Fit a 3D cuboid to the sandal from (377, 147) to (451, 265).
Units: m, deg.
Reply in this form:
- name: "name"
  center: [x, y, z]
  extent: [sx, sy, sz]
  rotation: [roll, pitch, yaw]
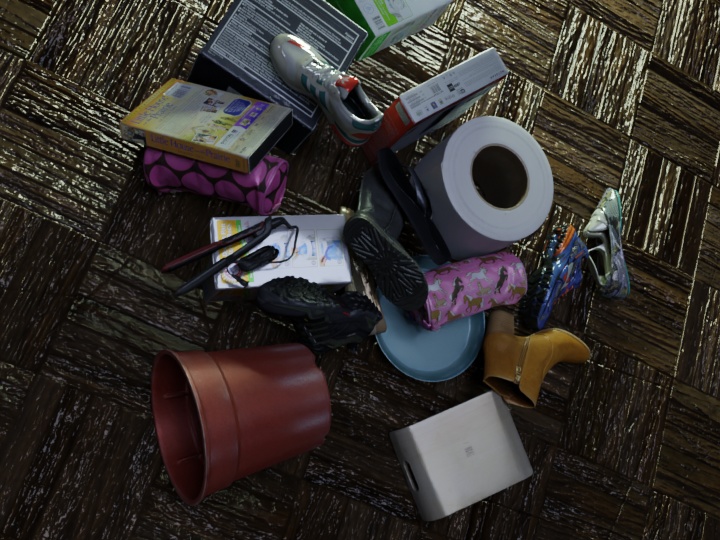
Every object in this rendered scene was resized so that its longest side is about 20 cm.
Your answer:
- name: "sandal"
  center: [0.090, -0.104, 1.299]
  extent: [0.043, 0.076, 0.202]
  rotation: [-33, 82, 20]

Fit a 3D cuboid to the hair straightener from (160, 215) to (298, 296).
- name: "hair straightener"
  center: [-0.164, -0.011, 1.142]
  extent: [0.199, 0.041, 0.078]
  rotation: [-27, 88, -25]

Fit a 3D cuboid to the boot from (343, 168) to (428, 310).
- name: "boot"
  center: [0.048, -0.052, 1.287]
  extent: [0.072, 0.200, 0.183]
  rotation: [-31, 104, 17]

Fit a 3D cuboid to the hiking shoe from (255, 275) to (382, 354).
- name: "hiking shoe"
  center: [-0.064, 0.074, 1.179]
  extent: [0.198, 0.076, 0.101]
  rotation: [15, 113, -33]

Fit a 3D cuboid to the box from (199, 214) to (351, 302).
- name: "box"
  center: [-0.127, -0.017, 1.231]
  extent: [0.197, 0.112, 0.103]
  rotation: [-2, 80, -21]

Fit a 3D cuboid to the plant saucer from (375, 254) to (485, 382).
- name: "plant saucer"
  center: [0.105, 0.077, 1.348]
  extent: [0.198, 0.027, 0.203]
  rotation: [5, 75, -20]

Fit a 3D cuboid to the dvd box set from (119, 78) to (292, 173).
- name: "dvd box set"
  center: [-0.213, -0.206, 1.187]
  extent: [0.198, 0.030, 0.147]
  rotation: [16, 41, 13]

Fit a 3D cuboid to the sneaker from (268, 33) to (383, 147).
- name: "sneaker"
  center: [-0.042, -0.269, 1.205]
  extent: [0.200, 0.093, 0.070]
  rotation: [47, 65, -9]

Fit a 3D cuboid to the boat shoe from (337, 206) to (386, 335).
- name: "boat shoe"
  center: [0.000, 0.000, 1.293]
  extent: [0.064, 0.071, 0.203]
  rotation: [-7, 82, -6]

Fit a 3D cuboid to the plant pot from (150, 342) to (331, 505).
- name: "plant pot"
  center: [-0.156, 0.188, 1.138]
  extent: [0.193, 0.200, 0.203]
  rotation: [-9, 80, -31]

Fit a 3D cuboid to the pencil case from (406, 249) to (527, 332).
- name: "pencil case"
  center: [0.167, 0.030, 1.326]
  extent: [0.198, 0.083, 0.087]
  rotation: [-17, 127, -24]

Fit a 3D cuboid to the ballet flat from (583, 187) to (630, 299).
- name: "ballet flat"
  center: [0.426, -0.049, 1.484]
  extent: [0.071, 0.072, 0.203]
  rotation: [3, 75, -21]

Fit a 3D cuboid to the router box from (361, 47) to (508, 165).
- name: "router box"
  center: [0.112, -0.259, 1.348]
  extent: [0.199, 0.179, 0.049]
  rotation: [-32, 89, -24]

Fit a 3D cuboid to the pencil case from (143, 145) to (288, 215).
- name: "pencil case"
  center: [-0.202, -0.133, 1.202]
  extent: [0.198, 0.095, 0.091]
  rotation: [15, 28, 13]

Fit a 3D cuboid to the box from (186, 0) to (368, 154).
- name: "box"
  center: [-0.127, -0.324, 1.300]
  extent: [0.199, 0.123, 0.200]
  rotation: [33, 69, -13]

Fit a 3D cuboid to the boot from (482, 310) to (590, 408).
- name: "boot"
  center: [0.280, 0.157, 1.349]
  extent: [0.199, 0.071, 0.145]
  rotation: [22, 50, -15]

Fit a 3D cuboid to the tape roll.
- name: "tape roll"
  center: [0.192, -0.129, 1.370]
  extent: [0.200, 0.139, 0.206]
  rotation: [5, 76, -21]

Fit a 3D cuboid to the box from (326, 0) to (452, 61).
- name: "box"
  center: [0.026, -0.485, 1.413]
  extent: [0.176, 0.097, 0.201]
  rotation: [-32, 90, -25]

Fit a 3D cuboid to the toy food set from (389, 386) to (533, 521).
- name: "toy food set"
  center: [0.158, 0.280, 1.310]
  extent: [0.198, 0.060, 0.145]
  rotation: [-20, 85, -16]

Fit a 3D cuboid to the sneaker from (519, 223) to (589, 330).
- name: "sneaker"
  center: [0.335, 0.017, 1.429]
  extent: [0.078, 0.075, 0.201]
  rotation: [35, 69, -14]
